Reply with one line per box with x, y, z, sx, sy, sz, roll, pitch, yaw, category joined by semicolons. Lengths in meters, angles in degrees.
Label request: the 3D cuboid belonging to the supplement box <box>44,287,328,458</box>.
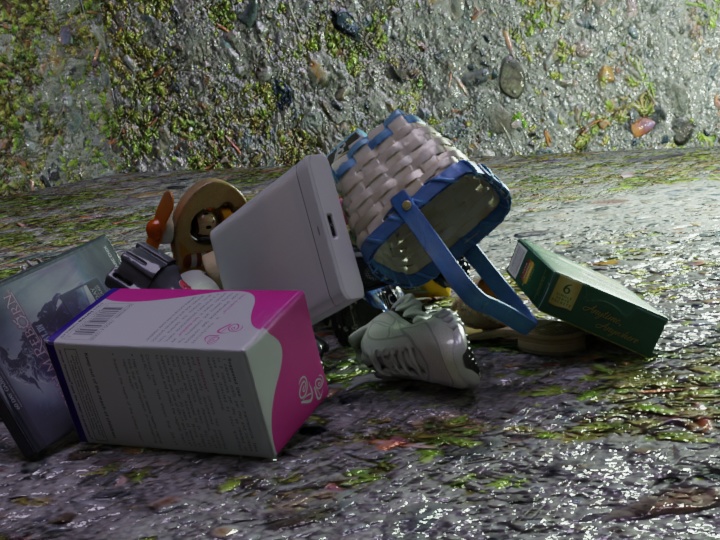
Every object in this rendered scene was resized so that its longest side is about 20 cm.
-0.141;0.080;0.987;0.199;0.104;0.101;-1;26;30;supplement box

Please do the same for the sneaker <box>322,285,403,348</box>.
0.008;0.031;1.301;0.088;0.079;0.200;-10;10;-9;sneaker

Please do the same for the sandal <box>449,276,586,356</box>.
0.142;0.036;1.219;0.077;0.070;0.211;-13;13;-38;sandal

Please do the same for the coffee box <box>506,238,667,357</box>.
0.218;0.023;1.189;0.122;0.044;0.200;23;8;-7;coffee box

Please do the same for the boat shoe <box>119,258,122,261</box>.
-0.281;0.021;1.230;0.199;0.085;0.069;-15;13;43;boat shoe

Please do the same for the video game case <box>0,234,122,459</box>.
-0.258;0.061;1.059;0.019;0.143;0.200;-30;2;34;video game case

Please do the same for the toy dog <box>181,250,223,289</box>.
-0.168;0.056;1.252;0.131;0.097;0.200;-21;18;17;toy dog

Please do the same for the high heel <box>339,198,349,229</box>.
-0.023;-0.083;1.354;0.198;0.097;0.067;5;-18;-16;high heel

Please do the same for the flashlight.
-0.126;0.043;1.076;0.199;0.068;0.068;32;-13;10;flashlight

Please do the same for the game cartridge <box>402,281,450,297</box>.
-0.002;0.001;1.405;0.198;0.033;0.176;-5;-18;10;game cartridge

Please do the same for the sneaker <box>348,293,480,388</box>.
0.048;0.075;1.090;0.081;0.076;0.200;-21;10;-14;sneaker

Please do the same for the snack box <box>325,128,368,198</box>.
-0.041;-0.075;1.419;0.200;0.037;0.116;-40;-28;15;snack box

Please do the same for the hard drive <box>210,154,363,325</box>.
-0.073;-0.009;1.110;0.027;0.133;0.200;-9;-12;-34;hard drive

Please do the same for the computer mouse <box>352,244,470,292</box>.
0.000;0.000;1.197;0.198;0.053;0.138;1;15;-19;computer mouse

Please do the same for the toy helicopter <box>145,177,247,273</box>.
-0.199;-0.012;1.343;0.132;0.201;0.079;25;5;-43;toy helicopter

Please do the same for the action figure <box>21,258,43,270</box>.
-0.328;0.048;1.160;0.199;0.103;0.119;3;35;29;action figure

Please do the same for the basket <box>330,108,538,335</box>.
0.075;-0.032;1.071;0.139;0.200;0.176;-44;-27;9;basket
